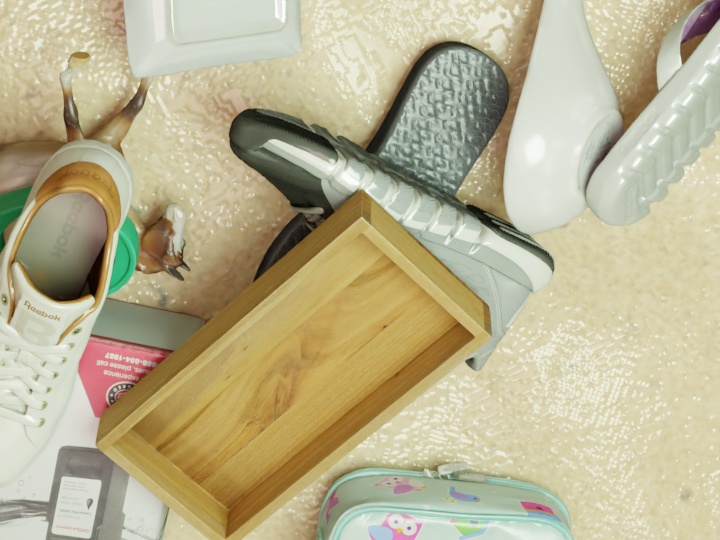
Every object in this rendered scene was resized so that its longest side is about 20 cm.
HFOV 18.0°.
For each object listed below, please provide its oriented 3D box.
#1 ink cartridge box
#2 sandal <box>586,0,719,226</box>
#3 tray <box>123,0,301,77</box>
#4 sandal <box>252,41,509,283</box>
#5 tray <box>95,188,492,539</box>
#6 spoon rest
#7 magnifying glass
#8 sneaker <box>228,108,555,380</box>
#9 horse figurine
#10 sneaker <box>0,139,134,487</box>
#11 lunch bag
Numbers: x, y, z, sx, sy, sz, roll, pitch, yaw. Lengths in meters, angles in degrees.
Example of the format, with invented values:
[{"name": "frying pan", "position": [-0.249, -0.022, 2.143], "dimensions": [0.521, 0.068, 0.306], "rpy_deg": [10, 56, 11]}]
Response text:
[{"name": "ink cartridge box", "position": [-0.179, 0.117, 1.299], "dimensions": [0.145, 0.083, 0.201], "rpy_deg": [11, 106, -4]}, {"name": "sandal", "position": [0.185, -0.114, 1.228], "dimensions": [0.050, 0.082, 0.203], "rpy_deg": [40, 86, 27]}, {"name": "tray", "position": [-0.077, -0.205, 1.207], "dimensions": [0.107, 0.022, 0.201], "rpy_deg": [-11, 110, -29]}, {"name": "sandal", "position": [0.013, -0.039, 1.279], "dimensions": [0.076, 0.043, 0.200], "rpy_deg": [38, 94, -18]}, {"name": "tray", "position": [-0.037, 0.056, 1.207], "dimensions": [0.200, 0.037, 0.099], "rpy_deg": [-40, 112, 21]}, {"name": "spoon rest", "position": [0.122, -0.115, 1.234], "dimensions": [0.061, 0.099, 0.200], "rpy_deg": [24, 97, 29]}, {"name": "magnifying glass", "position": [-0.222, -0.017, 1.252], "dimensions": [0.199, 0.022, 0.080], "rpy_deg": [2, 137, 1]}, {"name": "sneaker", "position": [0.000, 0.000, 1.225], "dimensions": [0.200, 0.075, 0.116], "rpy_deg": [26, 100, -18]}, {"name": "horse figurine", "position": [-0.191, -0.065, 1.256], "dimensions": [0.199, 0.050, 0.133], "rpy_deg": [2, 121, -7]}, {"name": "sneaker", "position": [-0.178, 0.030, 1.189], "dimensions": [0.073, 0.085, 0.200], "rpy_deg": [19, 105, -6]}, {"name": "lunch bag", "position": [0.041, 0.211, 1.332], "dimensions": [0.160, 0.077, 0.201], "rpy_deg": [6, 107, 0]}]
